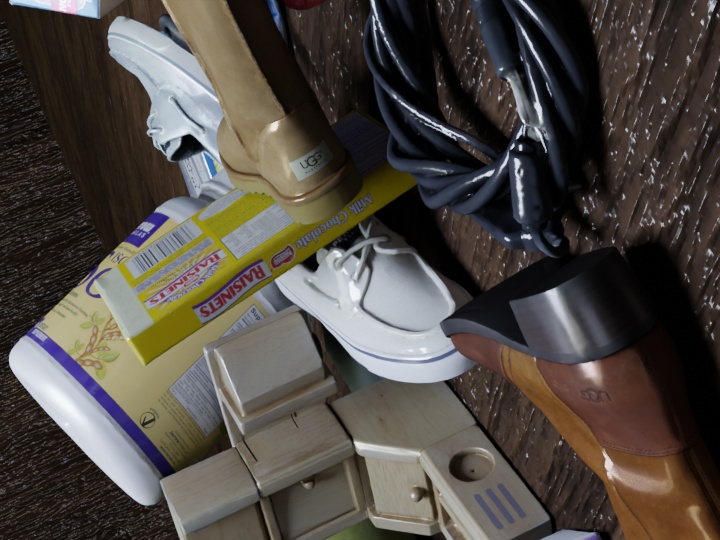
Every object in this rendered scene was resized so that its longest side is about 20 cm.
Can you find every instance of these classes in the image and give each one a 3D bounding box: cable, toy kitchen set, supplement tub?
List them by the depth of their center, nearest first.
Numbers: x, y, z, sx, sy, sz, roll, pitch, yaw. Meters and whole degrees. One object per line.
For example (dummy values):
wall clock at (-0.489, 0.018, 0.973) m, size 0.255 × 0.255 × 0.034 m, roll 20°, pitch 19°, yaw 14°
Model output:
cable at (0.039, -0.101, 0.703) m, size 0.200 × 0.050 × 0.165 m, roll -130°, pitch 22°, yaw -55°
toy kitchen set at (-0.010, 0.137, 0.947) m, size 0.181 × 0.198 × 0.165 m, roll 50°, pitch 159°, yaw 50°
supplement tub at (-0.124, 0.043, 1.046) m, size 0.145 × 0.200 × 0.146 m, roll 41°, pitch 165°, yaw 14°

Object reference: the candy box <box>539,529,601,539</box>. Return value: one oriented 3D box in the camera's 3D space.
candy box at (0.089, 0.268, 0.831) m, size 0.072 × 0.166 × 0.202 m, roll 144°, pitch 103°, yaw -78°

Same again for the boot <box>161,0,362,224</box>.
boot at (-0.077, -0.138, 0.857) m, size 0.201 × 0.066 × 0.175 m, roll 61°, pitch 166°, yaw -25°

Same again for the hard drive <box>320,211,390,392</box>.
hard drive at (0.002, 0.024, 1.088) m, size 0.202 × 0.033 × 0.140 m, roll 82°, pitch 162°, yaw -44°

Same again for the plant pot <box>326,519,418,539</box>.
plant pot at (0.000, 0.287, 1.225) m, size 0.185 × 0.198 × 0.202 m, roll -113°, pitch 8°, yaw -58°

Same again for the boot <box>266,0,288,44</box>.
boot at (-0.097, -0.216, 1.050) m, size 0.096 × 0.073 × 0.201 m, roll 44°, pitch 161°, yaw 47°

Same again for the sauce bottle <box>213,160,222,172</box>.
sauce bottle at (-0.084, -0.089, 1.177) m, size 0.066 × 0.065 × 0.202 m, roll 138°, pitch 111°, yaw -76°

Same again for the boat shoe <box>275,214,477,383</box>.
boat shoe at (0.000, 0.000, 0.911) m, size 0.200 × 0.071 × 0.070 m, roll 35°, pitch 157°, yaw 50°

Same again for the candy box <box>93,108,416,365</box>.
candy box at (-0.060, -0.025, 0.899) m, size 0.027 × 0.199 × 0.102 m, roll 61°, pitch 171°, yaw -29°

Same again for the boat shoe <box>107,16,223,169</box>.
boat shoe at (-0.121, -0.111, 1.120) m, size 0.200 × 0.072 × 0.070 m, roll 37°, pitch 175°, yaw 15°

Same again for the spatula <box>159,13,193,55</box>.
spatula at (-0.066, -0.115, 1.021) m, size 0.200 × 0.020 × 0.057 m, roll 41°, pitch 155°, yaw 22°

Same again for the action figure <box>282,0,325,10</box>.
action figure at (-0.051, -0.204, 0.862) m, size 0.100 × 0.065 × 0.200 m, roll 65°, pitch 170°, yaw -27°

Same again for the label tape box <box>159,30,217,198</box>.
label tape box at (-0.138, -0.136, 1.325) m, size 0.200 × 0.063 × 0.146 m, roll -174°, pitch 63°, yaw -75°

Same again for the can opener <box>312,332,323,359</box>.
can opener at (-0.056, 0.043, 1.193) m, size 0.201 × 0.065 × 0.053 m, roll -84°, pitch -13°, yaw -55°

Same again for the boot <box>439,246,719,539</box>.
boot at (0.123, 0.090, 0.701) m, size 0.202 × 0.068 × 0.188 m, roll 61°, pitch 160°, yaw -3°

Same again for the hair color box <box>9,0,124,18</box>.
hair color box at (-0.137, -0.230, 0.903) m, size 0.200 × 0.060 × 0.101 m, roll -57°, pitch -25°, yaw -57°
